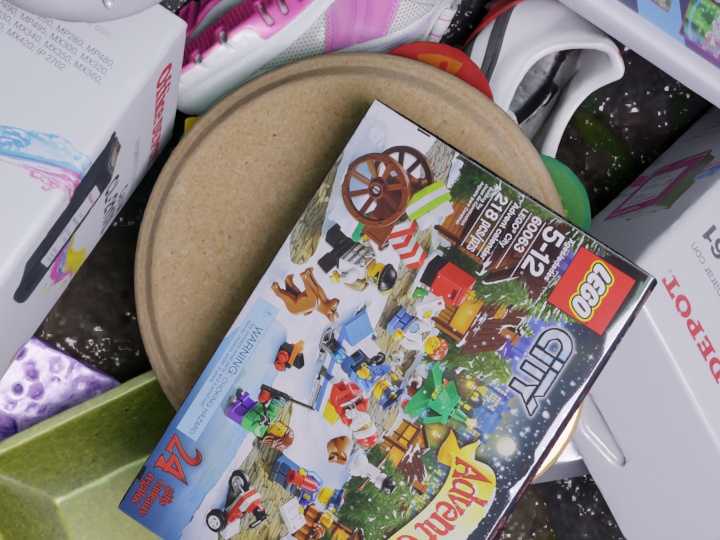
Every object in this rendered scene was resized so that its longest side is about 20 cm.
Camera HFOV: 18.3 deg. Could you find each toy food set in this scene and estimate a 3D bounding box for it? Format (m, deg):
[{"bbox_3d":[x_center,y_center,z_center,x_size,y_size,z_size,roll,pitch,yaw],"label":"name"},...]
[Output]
[{"bbox_3d":[0.000,0.000,0.964,0.199,0.049,0.199,-1,86,11],"label":"toy food set"}]

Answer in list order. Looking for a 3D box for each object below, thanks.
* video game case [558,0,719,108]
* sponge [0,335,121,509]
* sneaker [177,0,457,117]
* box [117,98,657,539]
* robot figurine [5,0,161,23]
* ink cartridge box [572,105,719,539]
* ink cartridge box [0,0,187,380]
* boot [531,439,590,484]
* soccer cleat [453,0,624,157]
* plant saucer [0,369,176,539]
[{"bbox_3d":[0.164,-0.171,0.985,0.200,0.023,0.183,29,76,-32],"label":"video game case"},{"bbox_3d":[-0.220,0.053,1.018,0.200,0.030,0.112,30,88,-16],"label":"sponge"},{"bbox_3d":[0.003,-0.116,1.019,0.200,0.082,0.088,-30,120,22],"label":"sneaker"},{"bbox_3d":[0.011,0.051,0.915,0.136,0.038,0.200,33,93,11],"label":"box"},{"bbox_3d":[-0.097,-0.172,0.861,0.169,0.200,0.113,18,132,1],"label":"robot figurine"},{"bbox_3d":[0.179,0.018,1.046,0.200,0.085,0.145,-41,106,-36],"label":"ink cartridge box"},{"bbox_3d":[-0.161,-0.026,0.936,0.083,0.146,0.200,33,73,3],"label":"ink cartridge box"},{"bbox_3d":[0.034,0.060,1.074,0.199,0.074,0.096,-8,75,-6],"label":"boot"},{"bbox_3d":[0.042,-0.045,1.040,0.200,0.085,0.069,-49,127,-7],"label":"soccer cleat"},{"bbox_3d":[-0.047,0.135,0.994,0.199,0.048,0.200,-25,75,-1],"label":"plant saucer"}]
